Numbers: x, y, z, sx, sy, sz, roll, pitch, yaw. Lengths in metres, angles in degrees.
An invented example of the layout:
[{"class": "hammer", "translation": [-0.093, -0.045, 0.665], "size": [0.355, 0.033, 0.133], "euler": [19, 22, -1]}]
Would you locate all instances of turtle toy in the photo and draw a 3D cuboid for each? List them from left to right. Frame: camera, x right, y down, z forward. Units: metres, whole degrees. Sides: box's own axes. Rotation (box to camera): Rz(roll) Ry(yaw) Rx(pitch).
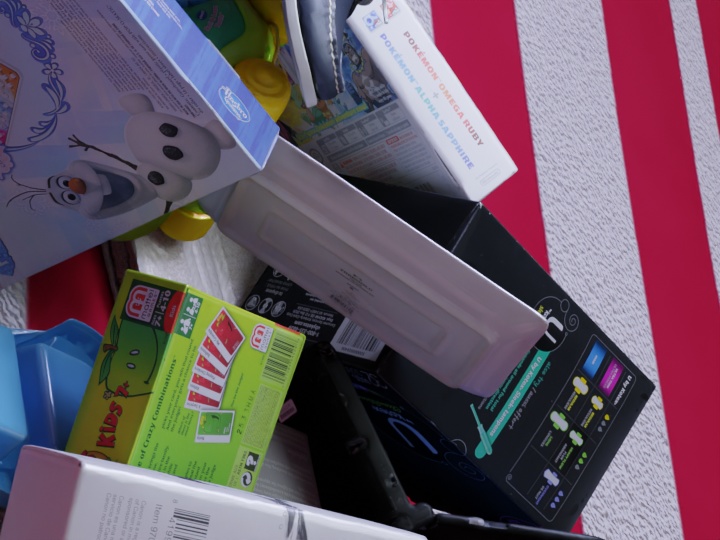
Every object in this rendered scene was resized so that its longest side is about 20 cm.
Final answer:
[{"class": "turtle toy", "translation": [-0.107, -0.092, 1.665], "size": [0.101, 0.146, 0.200], "euler": [24, 46, -10]}]

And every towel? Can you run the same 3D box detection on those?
[{"class": "towel", "translation": [-0.108, -0.041, 1.757], "size": [0.132, 0.034, 0.200], "euler": [8, 58, -47]}]

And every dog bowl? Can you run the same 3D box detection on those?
[{"class": "dog bowl", "translation": [-0.187, 0.071, 1.512], "size": [0.200, 0.050, 0.112], "euler": [28, 42, -49]}]

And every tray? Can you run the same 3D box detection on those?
[{"class": "tray", "translation": [0.000, 0.000, 1.564], "size": [0.200, 0.107, 0.022], "euler": [34, 61, 1]}]

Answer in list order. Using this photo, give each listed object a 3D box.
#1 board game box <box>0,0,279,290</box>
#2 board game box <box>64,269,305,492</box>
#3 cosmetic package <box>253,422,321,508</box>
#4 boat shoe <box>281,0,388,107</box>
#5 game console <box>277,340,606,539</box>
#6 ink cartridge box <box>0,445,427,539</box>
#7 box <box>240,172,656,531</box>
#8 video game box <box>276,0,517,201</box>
[{"class": "board game box", "translation": [-0.179, -0.101, 1.513], "size": [0.200, 0.199, 0.043], "euler": [51, 36, -23]}, {"class": "board game box", "translation": [-0.106, 0.111, 1.498], "size": [0.102, 0.048, 0.200], "euler": [25, 82, -49]}, {"class": "cosmetic package", "translation": [-0.071, 0.179, 1.585], "size": [0.107, 0.090, 0.200], "euler": [29, 45, -49]}, {"class": "boat shoe", "translation": [-0.016, -0.183, 1.626], "size": [0.075, 0.062, 0.200], "euler": [91, -4, -58]}, {"class": "game console", "translation": [0.034, 0.116, 1.688], "size": [0.176, 0.116, 0.200], "euler": [64, -17, 5]}, {"class": "ink cartridge box", "translation": [-0.080, 0.178, 1.423], "size": [0.200, 0.083, 0.145], "euler": [16, 85, -28]}, {"class": "box", "translation": [0.051, 0.054, 1.736], "size": [0.200, 0.148, 0.124], "euler": [44, 71, -37]}, {"class": "video game box", "translation": [-0.007, -0.109, 1.769], "size": [0.047, 0.200, 0.182], "euler": [-39, 98, -22]}]
